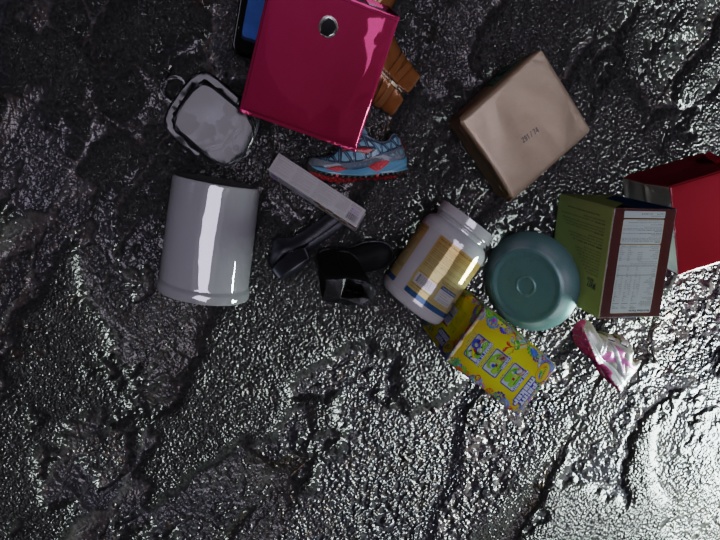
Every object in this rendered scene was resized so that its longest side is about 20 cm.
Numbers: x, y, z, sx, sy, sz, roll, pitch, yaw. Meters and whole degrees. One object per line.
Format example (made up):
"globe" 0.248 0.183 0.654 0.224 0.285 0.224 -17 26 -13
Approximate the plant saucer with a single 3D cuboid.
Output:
"plant saucer" 0.332 0.027 1.188 0.195 0.036 0.207 11 109 33

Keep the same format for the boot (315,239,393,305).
"boot" -0.001 0.000 1.107 0.159 0.200 0.068 -10 105 -6

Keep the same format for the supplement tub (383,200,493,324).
"supplement tub" 0.151 -0.016 1.156 0.143 0.145 0.202 33 97 -15

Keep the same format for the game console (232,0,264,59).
"game console" -0.105 -0.450 1.023 0.172 0.116 0.206 19 103 23

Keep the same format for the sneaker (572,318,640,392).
"sneaker" 0.535 0.167 1.298 0.088 0.081 0.200 -43 114 2

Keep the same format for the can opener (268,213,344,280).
"can opener" -0.095 -0.061 1.155 0.198 0.064 0.079 -37 80 -9

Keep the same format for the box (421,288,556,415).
"box" 0.246 0.144 1.180 0.191 0.200 0.123 36 96 -14

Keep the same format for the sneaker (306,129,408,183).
"sneaker" -0.009 -0.218 1.131 0.193 0.079 0.099 -5 88 -13

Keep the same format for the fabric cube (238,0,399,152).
"fabric cube" -0.066 -0.336 0.936 0.191 0.201 0.204 17 115 -10

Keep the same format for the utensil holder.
"utensil holder" -0.270 -0.059 1.073 0.164 0.170 0.207 8 99 -10

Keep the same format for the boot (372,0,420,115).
"boot" 0.052 -0.401 1.083 0.153 0.077 0.202 33 99 -13

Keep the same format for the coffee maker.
"coffee maker" -0.265 -0.260 1.005 0.186 0.200 0.139 15 100 -12

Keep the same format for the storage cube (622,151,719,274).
"storage cube" 0.656 -0.119 1.196 0.174 0.171 0.206 -16 106 -3

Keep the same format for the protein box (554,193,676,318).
"protein box" 0.485 -0.035 1.173 0.130 0.199 0.207 0 104 -11

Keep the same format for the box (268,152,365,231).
"box" -0.080 -0.145 1.116 0.197 0.039 0.042 32 80 0

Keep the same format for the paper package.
"paper package" 0.298 -0.275 1.139 0.199 0.104 0.192 -40 106 3
